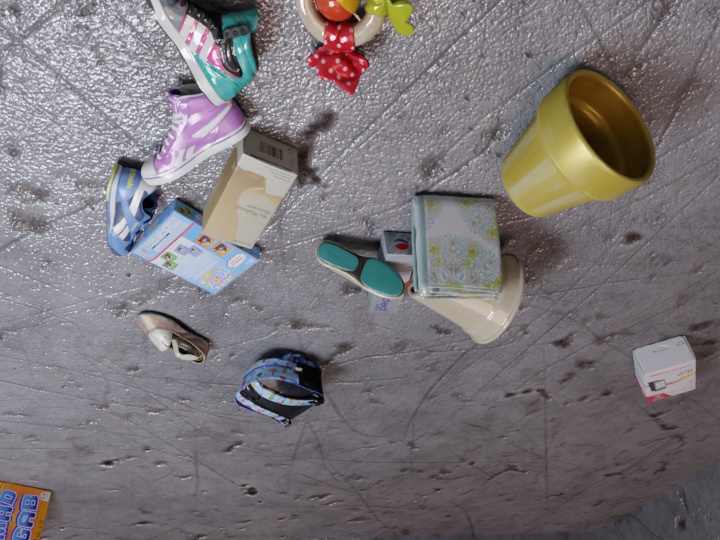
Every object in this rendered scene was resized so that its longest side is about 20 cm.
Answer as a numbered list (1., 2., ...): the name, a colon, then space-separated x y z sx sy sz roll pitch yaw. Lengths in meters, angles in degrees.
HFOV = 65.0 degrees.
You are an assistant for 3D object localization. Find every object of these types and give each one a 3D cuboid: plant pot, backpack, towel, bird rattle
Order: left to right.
1. backpack: -0.214 0.291 1.438 0.198 0.136 0.182 27 130 -34
2. bird rattle: -0.016 -0.358 0.775 0.199 0.114 0.163 -25 126 39
3. towel: 0.182 -0.043 1.074 0.168 0.204 0.048 3 167 -14
4. plant pot: 0.205 0.026 1.170 0.181 0.202 0.201 22 133 -16
5. plant pot: 0.343 -0.189 0.937 0.198 0.204 0.189 15 152 -24

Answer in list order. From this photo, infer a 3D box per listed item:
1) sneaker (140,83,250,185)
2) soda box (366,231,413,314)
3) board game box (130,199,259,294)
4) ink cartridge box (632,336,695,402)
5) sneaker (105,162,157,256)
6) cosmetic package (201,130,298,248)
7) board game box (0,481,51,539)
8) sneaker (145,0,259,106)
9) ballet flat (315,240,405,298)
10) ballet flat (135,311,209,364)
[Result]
1. sneaker: -0.285 -0.223 0.888 0.199 0.073 0.115 -30 133 9
2. soda box: 0.064 0.010 1.209 0.067 0.064 0.201 2 139 -12
3. board game box: -0.322 -0.039 1.115 0.150 0.037 0.199 -33 133 27
4. ink cartridge box: 0.885 0.291 1.644 0.146 0.087 0.200 -21 139 16
5. sneaker: -0.407 -0.097 1.009 0.081 0.075 0.201 7 139 -19
6. cosmetic package: -0.197 -0.138 0.992 0.104 0.072 0.200 16 134 -26
7. board game box: -1.196 0.852 1.889 0.199 0.202 0.199 30 128 -35
8. sneaker: -0.197 -0.333 0.758 0.119 0.084 0.201 -23 130 9
9. ballet flat: 0.000 0.000 1.139 0.198 0.070 0.070 30 136 6
10. ballet flat: -0.431 0.162 1.308 0.068 0.068 0.199 -32 133 26
